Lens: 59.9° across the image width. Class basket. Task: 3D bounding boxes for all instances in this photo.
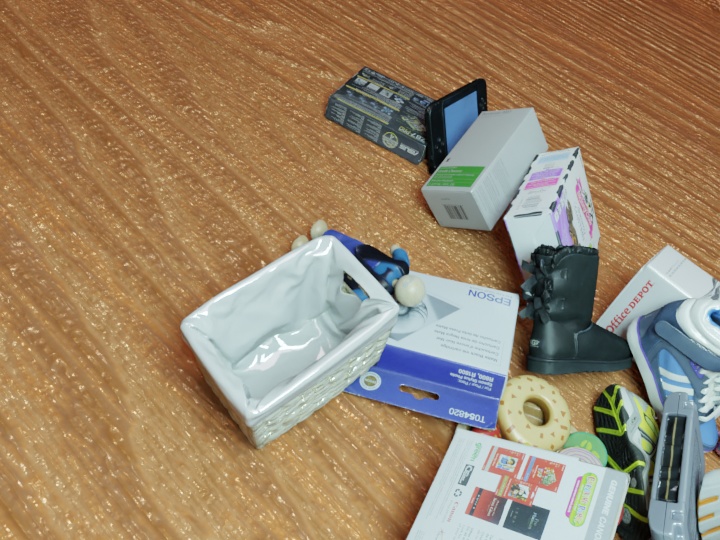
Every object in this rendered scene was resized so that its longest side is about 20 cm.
[{"bbox_3d":[-0.073,0.080,0.684,0.199,0.124,0.136,-33,63,-24],"label":"basket"}]

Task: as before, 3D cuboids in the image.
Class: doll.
[{"bbox_3d":[0.000,0.000,0.823,0.199,0.049,0.136,25,52,32],"label":"doll"}]

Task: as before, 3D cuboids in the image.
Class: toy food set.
[{"bbox_3d":[0.202,0.227,0.720,0.199,0.049,0.198,-22,58,-34],"label":"toy food set"}]

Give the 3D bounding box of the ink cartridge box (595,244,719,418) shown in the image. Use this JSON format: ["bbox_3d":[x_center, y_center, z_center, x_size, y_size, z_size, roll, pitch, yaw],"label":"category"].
[{"bbox_3d":[0.457,0.087,0.872,0.084,0.146,0.200,-29,62,-38],"label":"ink cartridge box"}]

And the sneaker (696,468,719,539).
[{"bbox_3d":[0.435,0.297,0.694,0.201,0.078,0.077,57,34,-9],"label":"sneaker"}]

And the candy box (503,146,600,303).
[{"bbox_3d":[0.296,-0.063,0.941,0.071,0.169,0.200,-6,33,35],"label":"candy box"}]

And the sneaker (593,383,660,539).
[{"bbox_3d":[0.337,0.230,0.748,0.076,0.076,0.201,20,49,-8],"label":"sneaker"}]

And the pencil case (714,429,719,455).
[{"bbox_3d":[0.542,0.270,0.778,0.087,0.088,0.200,-19,56,-33],"label":"pencil case"}]

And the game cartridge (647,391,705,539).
[{"bbox_3d":[0.357,0.253,0.699,0.040,0.134,0.200,-7,29,36],"label":"game cartridge"}]

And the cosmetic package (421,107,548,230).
[{"bbox_3d":[0.200,-0.162,0.993,0.107,0.085,0.201,8,53,47],"label":"cosmetic package"}]

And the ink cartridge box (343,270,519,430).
[{"bbox_3d":[0.091,0.086,0.789,0.197,0.041,0.201,12,44,11],"label":"ink cartridge box"}]

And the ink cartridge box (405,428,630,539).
[{"bbox_3d":[0.133,0.262,0.549,0.174,0.084,0.201,3,47,41],"label":"ink cartridge box"}]

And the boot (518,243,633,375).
[{"bbox_3d":[0.293,0.049,0.828,0.196,0.165,0.073,1,3,-30],"label":"boot"}]

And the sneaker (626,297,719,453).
[{"bbox_3d":[0.440,0.131,0.783,0.080,0.146,0.202,-21,84,-34],"label":"sneaker"}]

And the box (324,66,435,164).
[{"bbox_3d":[0.056,-0.293,1.158,0.198,0.049,0.162,28,44,7],"label":"box"}]

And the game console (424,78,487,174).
[{"bbox_3d":[0.217,-0.231,1.114,0.115,0.178,0.200,14,36,36],"label":"game console"}]
